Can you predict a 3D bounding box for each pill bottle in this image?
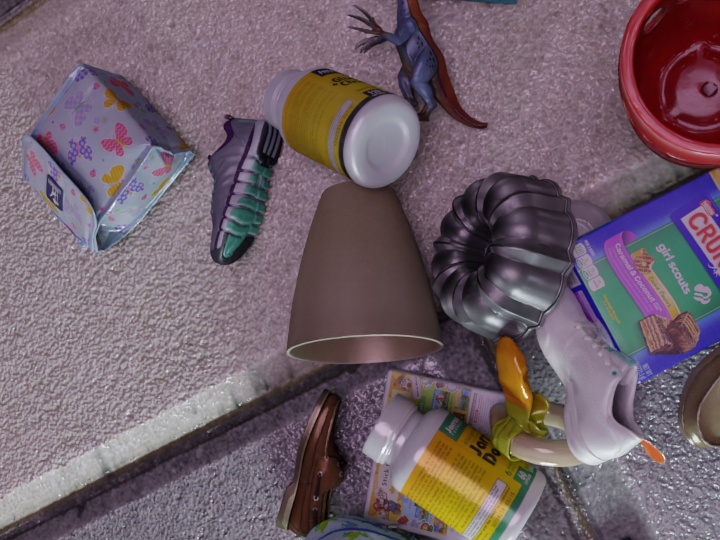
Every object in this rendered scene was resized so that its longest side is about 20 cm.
[{"bbox_3d":[0.107,0.235,0.970,0.200,0.113,0.113,32,99,13],"label":"pill bottle"},{"bbox_3d":[-0.031,-0.182,0.996,0.200,0.112,0.112,32,100,41],"label":"pill bottle"}]

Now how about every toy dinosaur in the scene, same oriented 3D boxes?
[{"bbox_3d":[0.063,-0.279,1.009,0.199,0.105,0.182,4,103,-19],"label":"toy dinosaur"}]

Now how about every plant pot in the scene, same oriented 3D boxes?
[{"bbox_3d":[0.377,-0.210,0.877,0.200,0.182,0.201,0,92,15],"label":"plant pot"},{"bbox_3d":[0.000,0.000,0.998,0.187,0.187,0.201,-8,74,15],"label":"plant pot"}]

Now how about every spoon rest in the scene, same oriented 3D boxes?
[{"bbox_3d":[0.255,0.013,0.986,0.099,0.061,0.201,3,78,14],"label":"spoon rest"}]

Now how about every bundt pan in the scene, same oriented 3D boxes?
[{"bbox_3d":[0.149,-0.020,0.934,0.076,0.202,0.202,14,96,-27],"label":"bundt pan"}]

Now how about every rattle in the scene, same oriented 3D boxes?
[{"bbox_3d":[0.251,0.147,0.934,0.199,0.130,0.143,2,90,5],"label":"rattle"}]

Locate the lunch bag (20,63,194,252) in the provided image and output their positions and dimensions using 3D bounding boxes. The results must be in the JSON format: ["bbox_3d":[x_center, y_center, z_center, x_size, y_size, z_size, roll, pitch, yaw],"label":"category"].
[{"bbox_3d":[-0.357,-0.144,1.109,0.200,0.127,0.170,-46,78,18],"label":"lunch bag"}]

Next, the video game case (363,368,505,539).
[{"bbox_3d":[0.107,0.240,1.040,0.181,0.023,0.201,10,94,15],"label":"video game case"}]

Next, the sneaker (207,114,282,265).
[{"bbox_3d":[-0.173,-0.108,1.093,0.087,0.074,0.201,16,84,24],"label":"sneaker"}]

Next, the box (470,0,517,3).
[{"bbox_3d":[0.100,-0.385,1.018,0.199,0.049,0.083,10,94,15],"label":"box"}]

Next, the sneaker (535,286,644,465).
[{"bbox_3d":[0.250,0.097,0.869,0.088,0.075,0.201,-39,55,47],"label":"sneaker"}]

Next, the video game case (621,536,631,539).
[{"bbox_3d":[0.320,0.443,0.987,0.143,0.019,0.200,-35,83,13],"label":"video game case"}]

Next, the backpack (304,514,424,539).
[{"bbox_3d":[0.015,0.387,1.003,0.200,0.154,0.163,22,102,-22],"label":"backpack"}]

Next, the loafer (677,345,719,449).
[{"bbox_3d":[0.408,0.104,0.850,0.076,0.067,0.200,35,92,-15],"label":"loafer"}]

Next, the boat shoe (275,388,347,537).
[{"bbox_3d":[-0.048,0.252,1.062,0.068,0.072,0.201,18,105,10],"label":"boat shoe"}]

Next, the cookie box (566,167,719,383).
[{"bbox_3d":[0.344,0.008,0.917,0.200,0.075,0.171,-27,83,-6],"label":"cookie box"}]
